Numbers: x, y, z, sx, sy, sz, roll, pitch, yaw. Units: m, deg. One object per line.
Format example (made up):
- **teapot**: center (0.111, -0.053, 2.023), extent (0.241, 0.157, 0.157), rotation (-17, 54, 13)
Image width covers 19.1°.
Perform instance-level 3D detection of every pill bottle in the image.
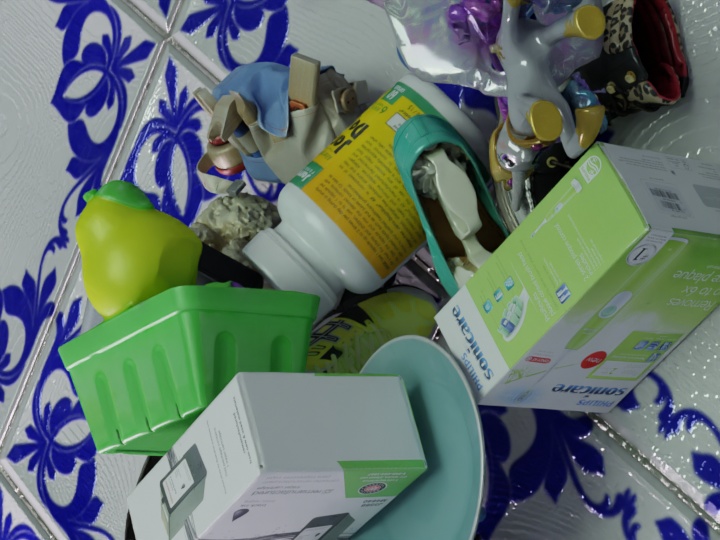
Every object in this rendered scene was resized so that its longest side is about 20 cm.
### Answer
- **pill bottle**: center (0.006, -0.053, 1.715), extent (0.200, 0.113, 0.113), rotation (-43, 47, -4)

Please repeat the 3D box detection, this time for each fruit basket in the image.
- **fruit basket**: center (-0.145, 0.031, 1.671), extent (0.215, 0.155, 0.216), rotation (-10, 78, 53)

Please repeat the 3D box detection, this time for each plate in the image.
- **plate**: center (0.043, 0.148, 1.595), extent (0.200, 0.026, 0.201), rotation (-9, 80, 58)

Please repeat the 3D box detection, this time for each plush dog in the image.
- **plush dog**: center (-0.108, 0.045, 1.885), extent (0.172, 0.160, 0.200), rotation (25, 104, 23)

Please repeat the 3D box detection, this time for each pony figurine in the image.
- **pony figurine**: center (0.114, -0.153, 1.526), extent (0.200, 0.166, 0.193), rotation (129, 133, -76)

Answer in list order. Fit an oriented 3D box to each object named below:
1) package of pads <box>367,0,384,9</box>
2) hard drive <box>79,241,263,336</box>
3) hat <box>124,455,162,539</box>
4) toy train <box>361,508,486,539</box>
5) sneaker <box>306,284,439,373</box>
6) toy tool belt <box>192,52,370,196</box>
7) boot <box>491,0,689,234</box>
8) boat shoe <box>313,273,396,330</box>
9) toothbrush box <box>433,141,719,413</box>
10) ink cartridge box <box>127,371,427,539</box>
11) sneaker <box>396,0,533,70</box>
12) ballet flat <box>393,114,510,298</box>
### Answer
- **package of pads**: center (0.083, -0.286, 1.752), extent (0.120, 0.076, 0.200), rotation (39, 113, 41)
- **hard drive**: center (-0.164, 0.045, 1.799), extent (0.139, 0.033, 0.200), rotation (28, 139, 8)
- **hat**: center (-0.108, 0.203, 1.819), extent (0.081, 0.200, 0.201), rotation (40, 114, 38)
- **toy train**: center (0.013, 0.192, 1.732), extent (0.200, 0.114, 0.087), rotation (34, 111, 46)
- **sneaker**: center (-0.021, 0.080, 1.750), extent (0.075, 0.200, 0.076), rotation (63, 176, -21)
- **toy tool belt**: center (-0.081, -0.141, 1.868), extent (0.200, 0.123, 0.125), rotation (6, 46, 46)
- **boot**: center (0.175, -0.113, 1.627), extent (0.150, 0.073, 0.200), rotation (-22, 60, 45)
- **boat shoe**: center (0.000, 0.000, 1.817), extent (0.200, 0.060, 0.076), rotation (-66, 24, 6)
- **toothbrush box**: center (0.175, 0.009, 1.552), extent (0.200, 0.145, 0.086), rotation (-47, 53, 32)
- **ink cartridge box**: center (-0.066, 0.159, 1.608), extent (0.200, 0.145, 0.084), rotation (-48, 50, 46)
- **sneaker**: center (0.115, -0.227, 1.684), extent (0.200, 0.078, 0.070), rotation (-36, 101, 20)
- **ballet flat**: center (0.082, -0.026, 1.646), extent (0.067, 0.200, 0.070), rotation (-27, 18, 1)
